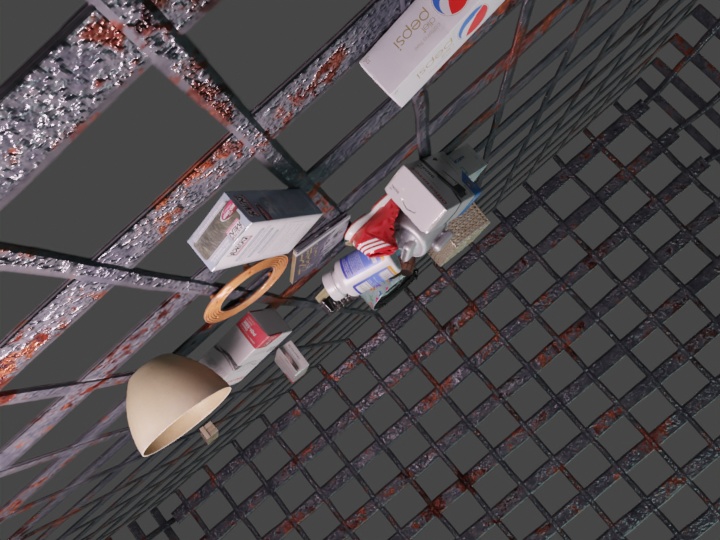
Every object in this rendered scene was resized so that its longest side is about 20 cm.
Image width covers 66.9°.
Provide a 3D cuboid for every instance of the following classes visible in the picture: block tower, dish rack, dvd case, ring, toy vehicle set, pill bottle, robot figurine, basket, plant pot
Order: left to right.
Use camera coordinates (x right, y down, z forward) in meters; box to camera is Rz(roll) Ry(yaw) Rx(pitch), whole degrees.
[{"bbox_3d":[-0.375,0.243,1.069,0.200,0.135,0.200,-39,171,-8],"label":"plant pot"},{"bbox_3d":[-0.618,0.665,2.230,0.058,0.054,0.200,-37,170,-24],"label":"block tower"},{"bbox_3d":[-0.225,0.031,1.066,0.200,0.019,0.200,-40,169,-9],"label":"ring"},{"bbox_3d":[-0.094,-0.047,1.229,0.149,0.016,0.200,-37,169,-20],"label":"dvd case"},{"bbox_3d":[-0.051,0.036,1.732,0.124,0.027,0.200,-46,169,26],"label":"toy vehicle set"},{"bbox_3d":[-0.020,0.055,1.654,0.200,0.055,0.153,-42,172,34],"label":"dish rack"},{"bbox_3d":[0.000,0.000,1.472,0.199,0.112,0.112,-29,173,14],"label":"pill bottle"},{"bbox_3d":[0.148,-0.115,1.366,0.200,0.169,0.113,-47,167,-25],"label":"robot figurine"},{"bbox_3d":[0.328,-0.151,1.986,0.200,0.161,0.198,-35,170,-22],"label":"basket"}]

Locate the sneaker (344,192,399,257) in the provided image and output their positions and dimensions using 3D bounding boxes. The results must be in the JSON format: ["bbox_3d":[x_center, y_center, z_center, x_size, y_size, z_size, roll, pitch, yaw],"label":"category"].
[{"bbox_3d":[0.067,-0.104,1.290,0.200,0.116,0.078,-42,171,-14],"label":"sneaker"}]

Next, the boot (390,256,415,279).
[{"bbox_3d":[0.127,-0.075,1.759,0.186,0.064,0.201,-3,-120,43],"label":"boot"}]

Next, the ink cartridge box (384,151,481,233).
[{"bbox_3d":[0.173,-0.185,1.269,0.200,0.145,0.084,-30,164,-50],"label":"ink cartridge box"}]

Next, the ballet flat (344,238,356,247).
[{"bbox_3d":[0.049,-0.095,1.394,0.200,0.075,0.068,-32,166,-40],"label":"ballet flat"}]

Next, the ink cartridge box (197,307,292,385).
[{"bbox_3d":[-0.285,0.189,1.334,0.200,0.083,0.147,-43,170,10],"label":"ink cartridge box"}]

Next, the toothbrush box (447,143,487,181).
[{"bbox_3d":[0.229,-0.229,1.476,0.146,0.085,0.200,-34,166,-36],"label":"toothbrush box"}]

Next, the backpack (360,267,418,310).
[{"bbox_3d":[0.084,0.036,1.883,0.200,0.150,0.178,-47,169,-9],"label":"backpack"}]

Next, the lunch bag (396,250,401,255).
[{"bbox_3d":[0.104,-0.097,1.596,0.161,0.082,0.200,-38,171,-33],"label":"lunch bag"}]

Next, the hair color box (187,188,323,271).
[{"bbox_3d":[-0.148,-0.066,0.809,0.099,0.061,0.200,-46,170,24],"label":"hair color box"}]

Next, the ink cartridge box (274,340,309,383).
[{"bbox_3d":[-0.251,0.332,1.994,0.067,0.117,0.200,-36,170,-22],"label":"ink cartridge box"}]

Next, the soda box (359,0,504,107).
[{"bbox_3d":[0.095,-0.306,0.683,0.200,0.064,0.068,-44,170,15],"label":"soda box"}]
